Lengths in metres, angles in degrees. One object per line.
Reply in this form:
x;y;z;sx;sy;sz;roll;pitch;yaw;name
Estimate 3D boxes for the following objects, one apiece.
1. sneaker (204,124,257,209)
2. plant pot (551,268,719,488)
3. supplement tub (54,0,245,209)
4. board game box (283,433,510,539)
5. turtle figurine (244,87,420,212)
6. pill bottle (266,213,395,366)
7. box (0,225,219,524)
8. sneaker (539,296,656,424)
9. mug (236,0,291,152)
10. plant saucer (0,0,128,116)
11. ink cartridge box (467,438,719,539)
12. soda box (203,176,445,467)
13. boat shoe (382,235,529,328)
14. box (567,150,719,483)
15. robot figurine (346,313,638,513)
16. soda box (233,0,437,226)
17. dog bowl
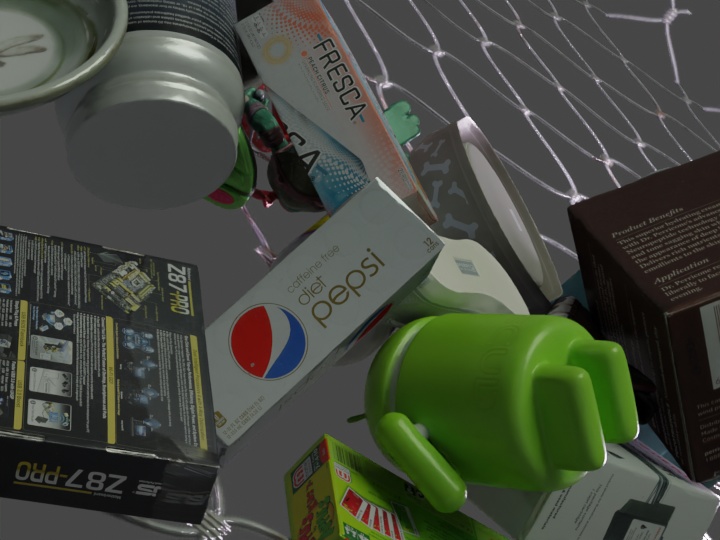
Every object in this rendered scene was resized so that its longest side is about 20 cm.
-0.133;-0.133;1.398;0.084;0.077;0.200;6;43;-51;sneaker
0.256;0.112;1.546;0.141;0.141;0.200;24;34;-39;plant pot
-0.160;-0.161;1.274;0.140;0.140;0.201;26;42;-37;supplement tub
0.044;0.198;1.127;0.200;0.048;0.102;32;24;-25;board game box
-0.031;-0.097;1.392;0.149;0.200;0.101;20;66;-13;turtle figurine
0.000;0.000;1.343;0.104;0.104;0.200;43;21;2;pill bottle
-0.167;0.052;0.963;0.160;0.049;0.200;9;32;-16;box
0.184;0.084;1.348;0.115;0.076;0.200;31;14;11;sneaker
-0.112;-0.209;1.559;0.133;0.178;0.200;8;14;10;mug
-0.261;-0.160;1.179;0.199;0.050;0.201;2;44;-2;plant saucer
0.160;0.158;1.304;0.200;0.083;0.146;23;9;-43;ink cartridge box
-0.040;0.033;1.099;0.068;0.200;0.064;45;-20;8;soda box
0.065;0.023;1.253;0.072;0.068;0.200;61;20;14;boat shoe
0.287;0.029;1.350;0.200;0.165;0.165;-120;-169;-60;box
0.087;0.087;1.142;0.175;0.199;0.116;-32;113;-45;robot figurine
-0.019;-0.110;1.240;0.200;0.068;0.064;63;6;25;soda box
0.109;-0.040;1.490;0.200;0.059;0.200;57;15;-24;dog bowl
